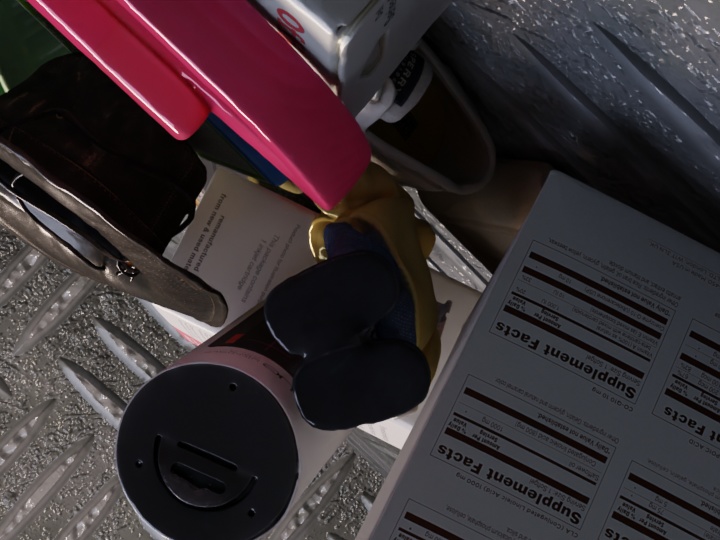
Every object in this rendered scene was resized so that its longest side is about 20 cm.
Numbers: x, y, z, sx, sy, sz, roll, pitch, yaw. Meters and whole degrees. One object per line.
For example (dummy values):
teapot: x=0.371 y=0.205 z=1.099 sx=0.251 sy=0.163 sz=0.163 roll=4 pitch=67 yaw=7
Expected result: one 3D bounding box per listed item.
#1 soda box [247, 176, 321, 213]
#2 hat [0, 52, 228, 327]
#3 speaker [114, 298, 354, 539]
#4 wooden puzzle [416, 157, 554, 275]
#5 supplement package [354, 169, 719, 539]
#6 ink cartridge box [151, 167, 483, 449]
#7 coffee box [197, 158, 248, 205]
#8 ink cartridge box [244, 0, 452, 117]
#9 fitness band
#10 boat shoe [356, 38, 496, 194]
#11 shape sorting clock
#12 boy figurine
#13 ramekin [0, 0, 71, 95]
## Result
soda box: x=-0.016 y=-0.067 z=1.016 sx=0.064 sy=0.068 sz=0.200 roll=41 pitch=172 yaw=2
hat: x=-0.132 y=-0.056 z=0.893 sx=0.200 sy=0.081 sz=0.201 roll=29 pitch=169 yaw=6
speaker: x=-0.046 y=0.063 z=0.861 sx=0.081 sy=0.081 sz=0.200 roll=41 pitch=-167 yaw=3
wooden puzzle: x=0.122 y=0.018 z=0.956 sx=0.200 sy=0.037 sz=0.185 roll=49 pitch=170 yaw=-15
supplement package: x=0.082 y=0.107 z=0.786 sx=0.146 sy=0.201 sz=0.191 roll=27 pitch=158 yaw=3
ink cartridge box: x=0.000 y=0.036 z=1.034 sx=0.199 sy=0.085 sz=0.145 roll=26 pitch=172 yaw=7
coffee box: x=-0.066 y=-0.058 z=1.245 sx=0.200 sy=0.080 sz=0.114 roll=46 pitch=170 yaw=-27
ink cartridge box: x=-0.055 y=-0.156 z=0.691 sx=0.200 sy=0.088 sz=0.145 roll=43 pitch=172 yaw=5
fitness band: x=-0.078 y=-0.096 z=0.699 sx=0.200 sy=0.037 sz=0.144 roll=42 pitch=170 yaw=-17
boat shoe: x=0.000 y=-0.093 z=0.829 sx=0.070 sy=0.071 sz=0.200 roll=23 pitch=163 yaw=41
shape sorting clock: x=-0.098 y=-0.106 z=0.880 sx=0.200 sy=0.039 sz=0.200 roll=37 pitch=170 yaw=7
boy figurine: x=0.000 y=0.000 z=0.848 sx=0.200 sy=0.064 sz=0.125 roll=-84 pitch=-25 yaw=-75
ramekin: x=-0.190 y=-0.151 z=1.045 sx=0.200 sy=0.097 sz=0.200 roll=50 pitch=162 yaw=23
